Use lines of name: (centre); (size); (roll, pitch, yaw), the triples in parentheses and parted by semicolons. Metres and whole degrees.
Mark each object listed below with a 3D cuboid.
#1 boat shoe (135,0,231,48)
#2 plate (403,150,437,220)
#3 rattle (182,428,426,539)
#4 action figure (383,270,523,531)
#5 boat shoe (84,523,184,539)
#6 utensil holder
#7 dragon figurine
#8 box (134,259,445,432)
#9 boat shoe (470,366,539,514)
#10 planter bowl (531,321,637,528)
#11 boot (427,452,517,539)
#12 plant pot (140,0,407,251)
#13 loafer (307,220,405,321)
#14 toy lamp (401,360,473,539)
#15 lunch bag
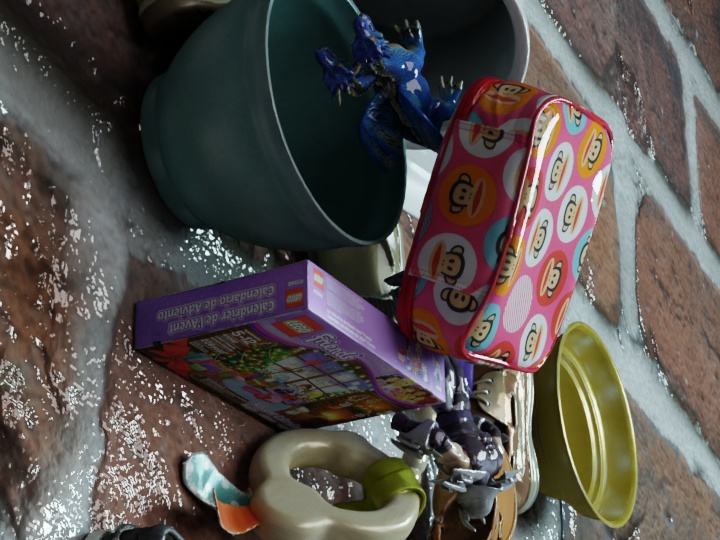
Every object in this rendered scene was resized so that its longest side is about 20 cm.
boat shoe: (-0.102, -0.205, 1.406); (0.200, 0.072, 0.076); (12, 51, -64)
plate: (0.022, -0.116, 1.554); (0.200, 0.032, 0.200); (27, 27, -58)
rattle: (-0.057, 0.193, 1.334); (0.200, 0.143, 0.130); (-17, 60, -50)
action figure: (0.066, 0.099, 1.415); (0.130, 0.069, 0.200); (22, 54, -68)
boat shoe: (-0.103, 0.235, 1.180); (0.200, 0.060, 0.074); (62, 27, -27)
utensil holder: (0.046, -0.214, 1.475); (0.200, 0.170, 0.170); (-84, 151, -60)
dragon figurine: (0.033, -0.108, 1.323); (0.200, 0.059, 0.099); (58, 31, -32)
box: (-0.045, 0.058, 1.301); (0.200, 0.137, 0.039); (36, 46, -53)
boat shoe: (0.113, 0.122, 1.670); (0.072, 0.076, 0.200); (2, 74, -62)
planter bowl: (0.193, 0.155, 1.802); (0.200, 0.083, 0.200); (41, 42, -52)
boot: (0.092, 0.193, 1.523); (0.155, 0.074, 0.200); (87, 9, -58)
plant pot: (-0.071, -0.100, 1.330); (0.200, 0.134, 0.200); (41, 42, -50)
loafer: (0.000, 0.000, 1.494); (0.067, 0.076, 0.200); (-62, 132, -63)
toy lamp: (0.047, 0.139, 1.489); (0.058, 0.058, 0.200); (49, 50, -44)
lunch bag: (0.114, -0.028, 1.335); (0.176, 0.082, 0.200); (17, 91, -58)
